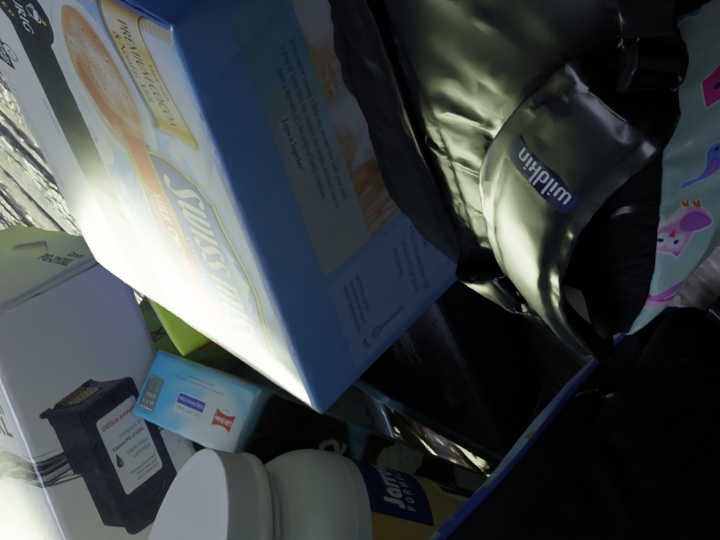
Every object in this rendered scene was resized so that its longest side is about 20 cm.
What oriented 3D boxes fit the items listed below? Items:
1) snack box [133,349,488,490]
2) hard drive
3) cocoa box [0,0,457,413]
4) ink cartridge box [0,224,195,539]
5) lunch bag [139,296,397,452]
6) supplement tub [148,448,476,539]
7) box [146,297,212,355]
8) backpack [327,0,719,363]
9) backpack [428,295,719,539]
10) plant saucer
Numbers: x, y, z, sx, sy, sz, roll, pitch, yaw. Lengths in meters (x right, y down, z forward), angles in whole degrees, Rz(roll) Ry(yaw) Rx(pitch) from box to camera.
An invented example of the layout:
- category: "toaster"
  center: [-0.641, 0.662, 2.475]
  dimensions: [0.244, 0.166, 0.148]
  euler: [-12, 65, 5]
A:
- category: "snack box"
  center: [0.002, 0.095, 1.088]
  dimensions: [0.199, 0.037, 0.116]
  euler: [24, 175, -29]
- category: "hard drive"
  center: [0.000, 0.000, 1.044]
  dimensions: [0.200, 0.042, 0.135]
  euler: [28, 151, 50]
- category: "cocoa box"
  center: [-0.035, -0.077, 0.774]
  dimensions: [0.131, 0.133, 0.200]
  euler: [32, 156, 34]
- category: "ink cartridge box"
  center: [-0.150, 0.087, 1.153]
  dimensions: [0.145, 0.084, 0.201]
  euler: [10, 123, 59]
- category: "lunch bag"
  center: [-0.053, 0.107, 1.243]
  dimensions: [0.169, 0.127, 0.201]
  euler: [13, 128, 60]
- category: "supplement tub"
  center: [0.012, 0.158, 0.970]
  dimensions: [0.199, 0.145, 0.144]
  euler: [16, 170, -19]
- category: "box"
  center: [-0.111, -0.050, 1.094]
  dimensions: [0.122, 0.048, 0.200]
  euler: [64, 176, -38]
- category: "backpack"
  center: [0.066, -0.070, 0.651]
  dimensions: [0.167, 0.126, 0.200]
  euler: [44, 160, 34]
- category: "backpack"
  center: [0.113, 0.144, 0.837]
  dimensions: [0.183, 0.200, 0.147]
  euler: [41, 159, 19]
- category: "plant saucer"
  center: [0.055, 0.078, 1.083]
  dimensions: [0.200, 0.019, 0.070]
  euler: [28, 174, 47]
